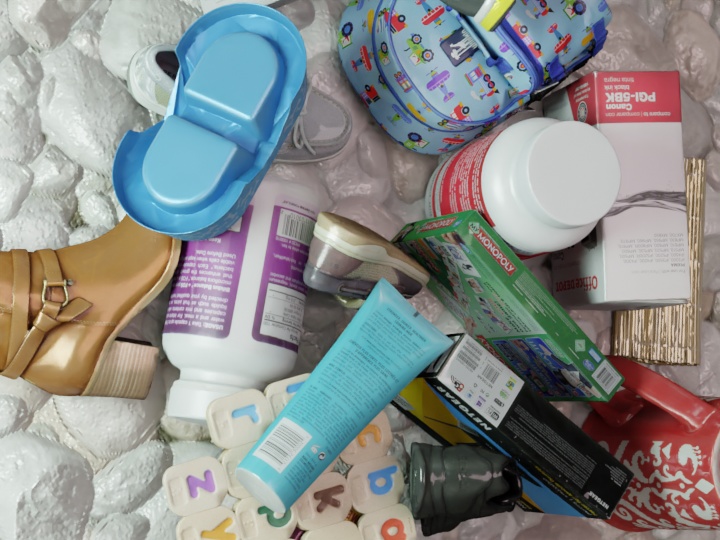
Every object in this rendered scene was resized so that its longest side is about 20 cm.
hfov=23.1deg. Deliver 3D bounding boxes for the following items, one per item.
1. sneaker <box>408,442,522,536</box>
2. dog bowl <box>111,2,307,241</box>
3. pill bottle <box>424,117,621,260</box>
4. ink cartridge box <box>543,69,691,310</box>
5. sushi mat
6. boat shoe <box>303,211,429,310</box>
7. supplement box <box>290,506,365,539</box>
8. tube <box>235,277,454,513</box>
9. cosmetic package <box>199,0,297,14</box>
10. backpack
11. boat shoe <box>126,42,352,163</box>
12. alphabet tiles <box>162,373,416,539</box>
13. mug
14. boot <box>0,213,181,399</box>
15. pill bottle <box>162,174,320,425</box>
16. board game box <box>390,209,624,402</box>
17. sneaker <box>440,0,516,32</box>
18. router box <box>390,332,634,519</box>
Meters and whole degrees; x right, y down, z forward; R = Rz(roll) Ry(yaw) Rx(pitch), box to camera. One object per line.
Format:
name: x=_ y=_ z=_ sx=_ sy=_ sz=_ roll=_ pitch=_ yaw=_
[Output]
sneaker: x=0.089 y=0.181 z=1.453 sx=0.090 sy=0.200 sz=0.076 roll=-2 pitch=82 yaw=5
dog bowl: x=-0.112 y=-0.112 z=1.380 sx=0.111 sy=0.050 sz=0.201 roll=25 pitch=79 yaw=19
pill bottle: x=0.138 y=-0.067 z=1.489 sx=0.112 sy=0.200 sz=0.113 roll=2 pitch=83 yaw=-19
ink cartridge box: x=0.224 y=-0.066 z=1.555 sx=0.082 sy=0.147 sz=0.201 roll=-2 pitch=86 yaw=-12
sushi mat: x=0.282 y=-0.012 z=1.653 sx=0.095 sy=0.012 sz=0.201 roll=6 pitch=84 yaw=-24
boat shoe: x=0.000 y=0.000 z=1.457 sx=0.072 sy=0.200 sz=0.065 roll=34 pitch=93 yaw=18
supplement box: x=-0.049 y=0.287 z=1.438 sx=0.131 sy=0.103 sz=0.201 roll=37 pitch=74 yaw=-17
tube: x=-0.015 y=0.099 z=1.371 sx=0.077 sy=0.050 sz=0.200 roll=43 pitch=68 yaw=-1
cosmetic package: x=-0.046 y=-0.267 z=1.435 sx=0.051 sy=0.199 sz=0.083 roll=-17 pitch=92 yaw=-59
backpack: x=0.090 y=-0.206 z=1.520 sx=0.200 sy=0.134 sz=0.183 roll=-38 pitch=100 yaw=-18
boat shoe: x=-0.094 y=-0.142 z=1.470 sx=0.201 sy=0.065 sz=0.075 roll=20 pitch=78 yaw=-21
alphabet tiles: x=-0.054 y=0.187 z=1.379 sx=0.195 sy=0.015 sz=0.201 roll=-15 pitch=91 yaw=-24
mug: x=0.277 y=0.162 z=1.536 sx=0.177 sy=0.200 sz=0.134 roll=23 pitch=78 yaw=-21
boot: x=-0.230 y=-0.001 z=1.406 sx=0.154 sy=0.077 sz=0.201 roll=13 pitch=88 yaw=-18
pill bottle: x=-0.100 y=0.026 z=1.431 sx=0.112 sy=0.112 sz=0.201 roll=13 pitch=81 yaw=-22
board game box: x=0.124 y=0.034 z=1.514 sx=0.200 sy=0.134 sz=0.029 roll=48 pitch=71 yaw=-14
sneaker: x=0.111 y=-0.298 z=1.426 sx=0.084 sy=0.074 sz=0.201 roll=21 pitch=75 yaw=-9
router box: x=0.116 y=0.133 z=1.495 sx=0.200 sy=0.149 sz=0.051 roll=40 pitch=72 yaw=-15
